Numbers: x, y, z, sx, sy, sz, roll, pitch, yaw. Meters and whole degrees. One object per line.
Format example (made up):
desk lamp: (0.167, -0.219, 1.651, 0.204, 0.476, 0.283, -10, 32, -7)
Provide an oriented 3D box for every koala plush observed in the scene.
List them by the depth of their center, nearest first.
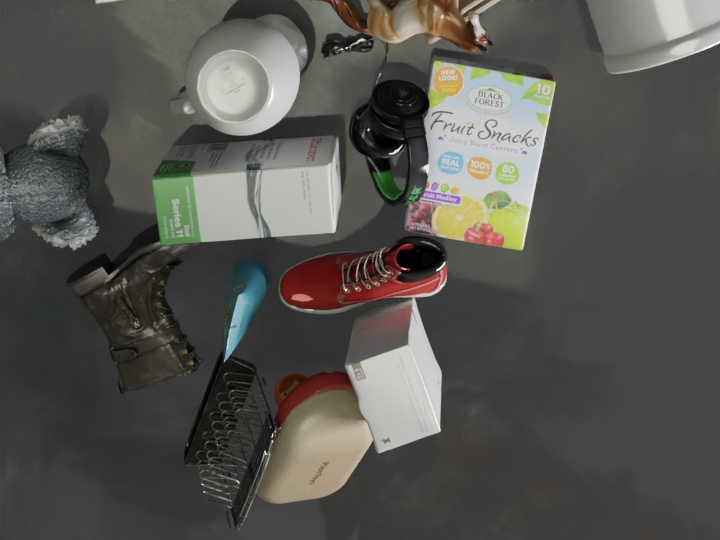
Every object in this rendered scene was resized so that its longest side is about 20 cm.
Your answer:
koala plush: (-0.400, -0.094, 1.721, 0.199, 0.184, 0.178, -3, 107, -9)

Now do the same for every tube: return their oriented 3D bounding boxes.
tube: (-0.134, 0.037, 1.722, 0.050, 0.200, 0.078, 8, 105, -1)

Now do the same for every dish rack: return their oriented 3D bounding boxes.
dish rack: (-0.150, 0.202, 1.776, 0.054, 0.200, 0.154, 14, 108, -19)

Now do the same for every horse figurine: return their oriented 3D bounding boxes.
horse figurine: (0.046, -0.293, 1.647, 0.199, 0.050, 0.133, -3, 122, 38)

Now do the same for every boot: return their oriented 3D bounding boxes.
boot: (0.000, 0.000, 1.729, 0.199, 0.144, 0.073, -8, 80, 2)
boot: (-0.237, 0.045, 1.806, 0.199, 0.069, 0.175, -25, 109, 13)

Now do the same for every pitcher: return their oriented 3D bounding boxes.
pitcher: (-0.144, -0.204, 1.653, 0.171, 0.200, 0.122, -30, 103, 12)

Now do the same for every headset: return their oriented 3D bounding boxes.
headset: (0.018, -0.169, 1.702, 0.093, 0.123, 0.201, -8, 76, -22)

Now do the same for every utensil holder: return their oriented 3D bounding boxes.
utensil holder: (0.310, -0.333, 1.616, 0.169, 0.170, 0.201, -21, 103, 8)

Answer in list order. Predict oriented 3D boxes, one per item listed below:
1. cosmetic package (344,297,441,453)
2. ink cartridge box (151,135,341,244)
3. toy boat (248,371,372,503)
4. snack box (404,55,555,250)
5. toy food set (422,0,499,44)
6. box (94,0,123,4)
cosmetic package: (0.040, 0.115, 1.738, 0.081, 0.200, 0.113, -19, 105, 7)
ink cartridge box: (-0.123, -0.093, 1.712, 0.199, 0.147, 0.084, -4, 108, 4)
toy boat: (-0.065, 0.181, 1.808, 0.130, 0.131, 0.200, -4, 145, -29)
snack box: (0.134, -0.134, 1.738, 0.141, 0.053, 0.201, 9, 106, -2)
toy food set: (0.082, -0.371, 1.667, 0.143, 0.060, 0.200, -31, 103, 11)
box: (-0.234, -0.406, 1.679, 0.155, 0.041, 0.201, -7, 107, 4)
